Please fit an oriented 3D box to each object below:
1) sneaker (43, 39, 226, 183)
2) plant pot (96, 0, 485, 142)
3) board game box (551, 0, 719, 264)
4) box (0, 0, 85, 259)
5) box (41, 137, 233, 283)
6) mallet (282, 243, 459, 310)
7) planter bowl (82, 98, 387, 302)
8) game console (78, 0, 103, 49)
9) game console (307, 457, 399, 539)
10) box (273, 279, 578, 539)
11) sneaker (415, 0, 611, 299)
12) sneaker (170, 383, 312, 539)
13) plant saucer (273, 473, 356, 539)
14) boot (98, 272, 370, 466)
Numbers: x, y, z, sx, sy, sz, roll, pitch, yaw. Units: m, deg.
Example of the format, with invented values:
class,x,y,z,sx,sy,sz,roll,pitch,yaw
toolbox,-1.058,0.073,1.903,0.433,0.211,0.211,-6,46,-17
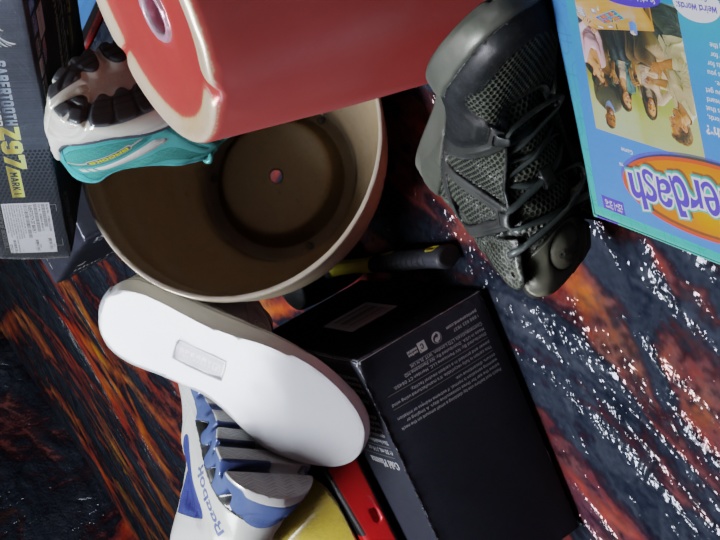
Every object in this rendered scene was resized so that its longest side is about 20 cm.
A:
class,x,y,z,sx,sy,sz,roll,pitch,yaw
sneaker,-0.089,-0.106,0.783,0.080,0.198,0.078,99,149,-56
plant pot,-0.036,-0.165,0.679,0.201,0.176,0.202,48,155,30
board game box,0.138,-0.099,0.535,0.152,0.045,0.202,30,142,54
box,-0.203,-0.133,0.810,0.159,0.050,0.202,-96,5,-48
box,-0.173,-0.096,1.055,0.118,0.195,0.200,61,159,0
mallet,0.000,0.000,0.952,0.199,0.065,0.042,-1,115,67
planter bowl,-0.068,-0.072,0.889,0.201,0.199,0.135,56,-174,14
game console,-0.259,-0.278,1.138,0.174,0.118,0.199,58,160,-16
game console,-0.020,0.180,0.992,0.178,0.031,0.200,60,161,-8
box,0.034,0.113,0.956,0.199,0.103,0.184,5,121,66
sneaker,0.084,-0.061,0.663,0.115,0.076,0.200,52,164,16
sneaker,-0.099,0.136,0.925,0.116,0.080,0.200,-67,25,24
plant saucer,-0.046,0.226,1.008,0.199,0.048,0.202,19,138,59
boot,-0.071,0.051,0.891,0.198,0.096,0.074,29,116,9
